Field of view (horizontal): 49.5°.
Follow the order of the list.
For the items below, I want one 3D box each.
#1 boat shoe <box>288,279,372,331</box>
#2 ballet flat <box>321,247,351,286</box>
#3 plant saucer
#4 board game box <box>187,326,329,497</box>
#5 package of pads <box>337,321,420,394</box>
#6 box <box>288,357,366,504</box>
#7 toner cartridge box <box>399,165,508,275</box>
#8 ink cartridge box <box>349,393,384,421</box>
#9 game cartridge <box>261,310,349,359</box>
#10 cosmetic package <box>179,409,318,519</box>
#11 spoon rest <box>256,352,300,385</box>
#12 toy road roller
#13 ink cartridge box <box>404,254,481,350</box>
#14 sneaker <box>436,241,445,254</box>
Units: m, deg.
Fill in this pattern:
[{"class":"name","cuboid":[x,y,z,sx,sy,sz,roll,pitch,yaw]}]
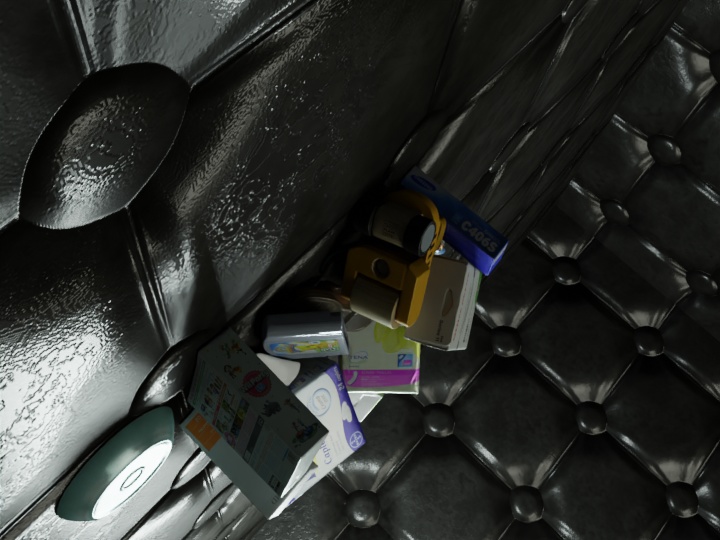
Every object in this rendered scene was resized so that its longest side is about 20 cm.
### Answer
[{"class":"boat shoe","cuboid":[-0.058,0.055,1.286,0.072,0.069,0.199,-41,150,17]},{"class":"ballet flat","cuboid":[0.000,0.000,1.315,0.068,0.068,0.200,-51,167,15]},{"class":"plant saucer","cuboid":[-0.323,0.275,1.073,0.200,0.036,0.200,-47,168,-13]},{"class":"board game box","cuboid":[-0.146,0.199,1.081,0.064,0.200,0.148,-38,165,-37]},{"class":"package of pads","cuboid":[0.033,0.123,1.427,0.068,0.151,0.204,-100,-168,-77]},{"class":"box","cuboid":[-0.113,0.276,1.384,0.199,0.104,0.187,-33,118,-27]},{"class":"toner cartridge box","cuboid":[0.151,-0.081,1.296,0.043,0.199,0.095,-47,168,-12]},{"class":"ink cartridge box","cuboid":[0.035,0.199,1.620,0.201,0.067,0.118,-58,-179,-43]},{"class":"game cartridge","cuboid":[-0.086,0.104,1.218,0.200,0.130,0.041,81,9,-73]},{"class":"cosmetic package","cuboid":[-0.172,0.273,1.211,0.102,0.199,0.071,-48,168,-4]},{"class":"spoon rest","cuboid":[-0.157,0.165,1.262,0.097,0.062,0.200,-16,173,7]},{"class":"toy road roller","cuboid":[0.063,-0.026,1.222,0.145,0.121,0.204,-26,133,-57]},{"class":"ink cartridge box","cuboid":[0.146,0.056,1.339,0.200,0.082,0.150,20,83,-74]},{"class":"sneaker","cuboid":[0.114,-0.047,1.522,0.201,0.090,0.075,-51,167,7]}]
